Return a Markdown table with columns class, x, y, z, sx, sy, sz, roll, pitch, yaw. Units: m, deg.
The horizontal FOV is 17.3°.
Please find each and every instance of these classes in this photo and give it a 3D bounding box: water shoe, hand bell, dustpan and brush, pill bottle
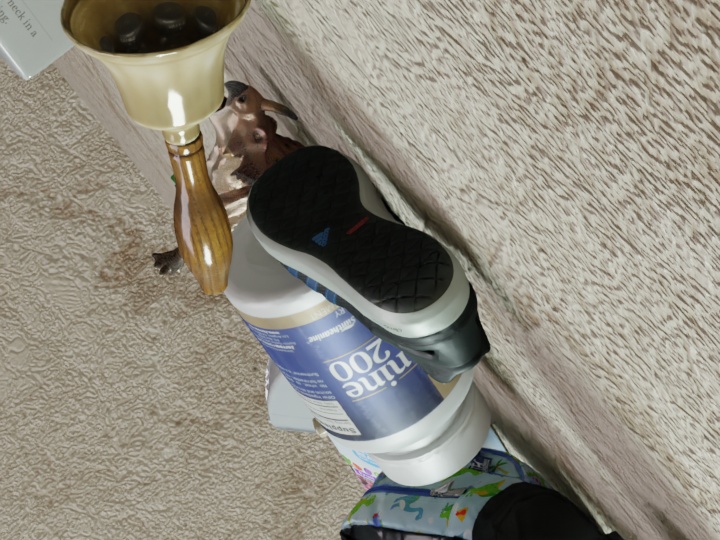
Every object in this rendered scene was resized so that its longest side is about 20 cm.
| class | x | y | z | sx | sy | sz | roll | pitch | yaw |
| --- | --- | --- | --- | --- | --- | --- | --- | --- | --- |
| water shoe | 0.000 | 0.000 | 1.338 | 0.200 | 0.071 | 0.079 | 44 | 167 | 52 |
| hand bell | -0.099 | -0.067 | 1.325 | 0.104 | 0.104 | 0.200 | 46 | 153 | 45 |
| dustpan and brush | -0.013 | 0.056 | 1.877 | 0.200 | 0.139 | 0.057 | 82 | -165 | -55 |
| pill bottle | 0.004 | 0.044 | 1.487 | 0.200 | 0.111 | 0.111 | 55 | 174 | -37 |

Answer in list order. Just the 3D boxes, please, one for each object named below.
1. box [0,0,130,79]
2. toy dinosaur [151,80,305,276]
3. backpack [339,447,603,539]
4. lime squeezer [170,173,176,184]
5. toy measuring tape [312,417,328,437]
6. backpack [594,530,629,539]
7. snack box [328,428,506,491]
| class | x | y | z | sx | sy | sz | roll | pitch | yaw |
| --- | --- | --- | --- | --- | --- | --- | --- | --- | --- |
| box | -0.219 | -0.242 | 1.358 | 0.199 | 0.131 | 0.200 | 54 | 175 | -26 |
| toy dinosaur | -0.053 | -0.045 | 1.592 | 0.200 | 0.135 | 0.086 | 22 | -128 | -51 |
| backpack | 0.080 | 0.198 | 1.672 | 0.200 | 0.154 | 0.163 | -11 | 131 | 42 |
| lime squeezer | -0.064 | -0.045 | 1.722 | 0.038 | 0.071 | 0.200 | 27 | 169 | 31 |
| toy measuring tape | 0.009 | 0.073 | 1.644 | 0.074 | 0.074 | 0.200 | 54 | -156 | -19 |
| backpack | 0.163 | 0.246 | 1.301 | 0.127 | 0.167 | 0.200 | 50 | -176 | -42 |
| snack box | 0.038 | 0.127 | 1.822 | 0.142 | 0.053 | 0.200 | 17 | 153 | 34 |
